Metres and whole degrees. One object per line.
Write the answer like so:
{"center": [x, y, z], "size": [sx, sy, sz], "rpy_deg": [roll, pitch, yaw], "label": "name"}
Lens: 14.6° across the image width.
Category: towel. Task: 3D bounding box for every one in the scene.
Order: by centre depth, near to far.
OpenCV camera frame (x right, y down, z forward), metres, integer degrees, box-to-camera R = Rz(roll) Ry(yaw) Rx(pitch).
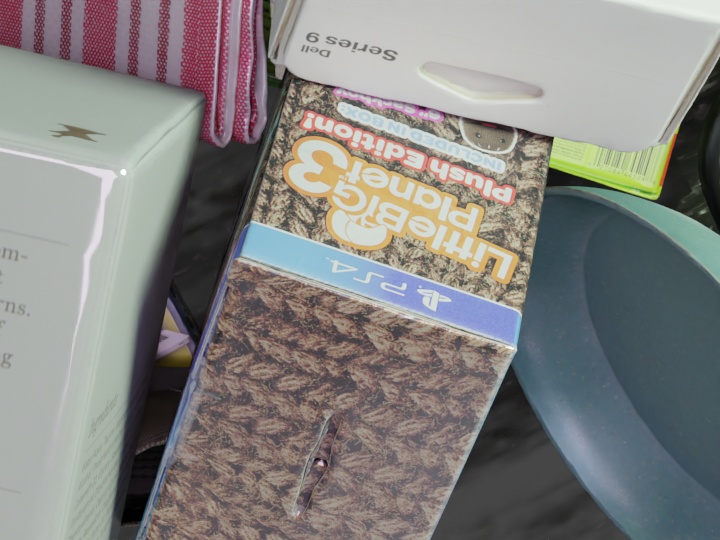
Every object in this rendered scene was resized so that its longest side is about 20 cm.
{"center": [-0.105, -0.134, 1.070], "size": [0.200, 0.030, 0.146], "rpy_deg": [16, 105, 41], "label": "towel"}

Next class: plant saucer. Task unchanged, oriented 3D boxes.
{"center": [0.128, 0.046, 1.079], "size": [0.036, 0.200, 0.200], "rpy_deg": [-33, 96, -23], "label": "plant saucer"}

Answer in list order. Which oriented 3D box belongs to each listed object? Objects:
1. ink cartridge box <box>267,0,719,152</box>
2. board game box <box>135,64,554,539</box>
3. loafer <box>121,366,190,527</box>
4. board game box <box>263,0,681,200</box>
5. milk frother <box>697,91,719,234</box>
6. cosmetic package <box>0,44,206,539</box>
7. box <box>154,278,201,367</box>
{"center": [0.055, -0.155, 0.989], "size": [0.145, 0.088, 0.200], "rpy_deg": [12, 59, -8], "label": "ink cartridge box"}
{"center": [0.000, 0.000, 1.022], "size": [0.097, 0.200, 0.159], "rpy_deg": [18, 133, -4], "label": "board game box"}
{"center": [-0.047, 0.076, 1.105], "size": [0.200, 0.070, 0.075], "rpy_deg": [-6, 131, -15], "label": "loafer"}
{"center": [0.035, -0.105, 1.122], "size": [0.200, 0.048, 0.102], "rpy_deg": [16, 95, -2], "label": "board game box"}
{"center": [0.238, -0.027, 1.049], "size": [0.180, 0.200, 0.188], "rpy_deg": [-23, 96, -14], "label": "milk frother"}
{"center": [-0.160, 0.027, 0.959], "size": [0.167, 0.166, 0.200], "rpy_deg": [14, 103, 3], "label": "cosmetic package"}
{"center": [-0.176, 0.029, 1.139], "size": [0.200, 0.038, 0.137], "rpy_deg": [-28, 95, 2], "label": "box"}
